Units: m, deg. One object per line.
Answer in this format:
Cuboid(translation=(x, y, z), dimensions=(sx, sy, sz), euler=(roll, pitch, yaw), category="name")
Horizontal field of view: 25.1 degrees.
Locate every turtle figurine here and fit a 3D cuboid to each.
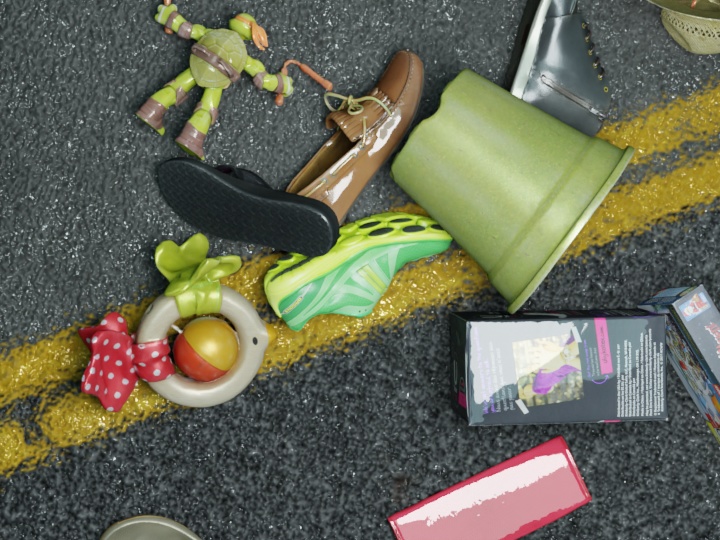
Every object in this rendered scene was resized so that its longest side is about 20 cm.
Cuboid(translation=(-0.140, -0.195, 1.621), dimensions=(0.199, 0.064, 0.162), euler=(34, 85, -3), category="turtle figurine")

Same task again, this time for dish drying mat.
Cuboid(translation=(0.132, 0.244, 1.652), dimensions=(0.199, 0.018, 0.077), euler=(-25, 89, -5), category="dish drying mat")

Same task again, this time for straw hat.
Cuboid(translation=(0.355, -0.269, 1.654), dimensions=(0.200, 0.202, 0.085), euler=(-3, 131, -5), category="straw hat")

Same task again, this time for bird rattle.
Cuboid(translation=(-0.175, 0.070, 1.595), dimensions=(0.163, 0.113, 0.200), euler=(37, 88, -19), category="bird rattle")

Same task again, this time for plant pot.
Cuboid(translation=(0.136, -0.093, 1.582), dimensions=(0.184, 0.200, 0.201), euler=(38, 85, 2), category="plant pot")

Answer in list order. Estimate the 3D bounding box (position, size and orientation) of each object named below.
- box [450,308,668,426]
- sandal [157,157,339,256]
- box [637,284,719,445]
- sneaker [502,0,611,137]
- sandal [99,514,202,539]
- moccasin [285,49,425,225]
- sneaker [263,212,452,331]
Cuboid(translation=(0.195, 0.094, 1.608), dimensions=(0.199, 0.122, 0.107), euler=(-1, 92, -4), category="box")
Cuboid(translation=(-0.109, -0.065, 1.613), dimensions=(0.199, 0.048, 0.076), euler=(20, 126, 16), category="sandal")
Cuboid(translation=(0.359, 0.110, 1.617), dimensions=(0.038, 0.137, 0.201), euler=(-31, 91, -6), category="box")
Cuboid(translation=(0.219, -0.235, 1.657), dimensions=(0.106, 0.075, 0.201), euler=(17, 96, -8), category="sneaker")
Cuboid(translation=(-0.168, 0.309, 1.604), dimensions=(0.199, 0.054, 0.081), euler=(34, 85, -3), category="sandal")
Cuboid(translation=(-0.007, -0.138, 1.626), dimensions=(0.078, 0.074, 0.202), euler=(36, 94, -28), category="moccasin")
Cuboid(translation=(0.000, 0.000, 1.633), dimensions=(0.199, 0.074, 0.084), euler=(-21, 117, -10), category="sneaker")
